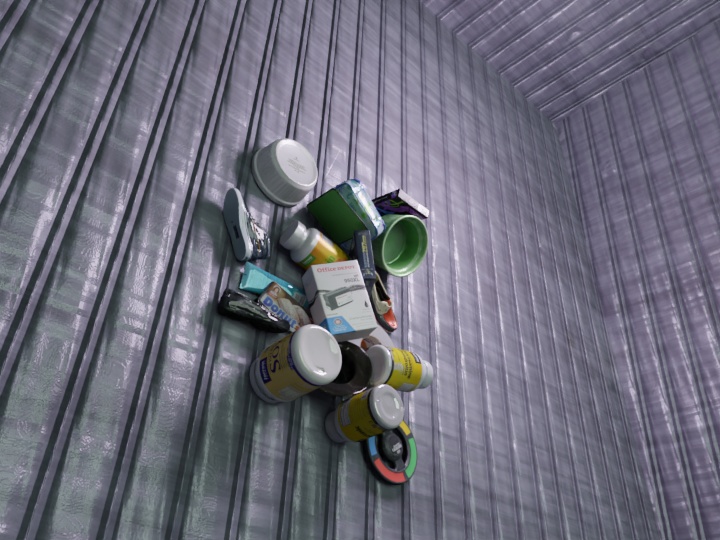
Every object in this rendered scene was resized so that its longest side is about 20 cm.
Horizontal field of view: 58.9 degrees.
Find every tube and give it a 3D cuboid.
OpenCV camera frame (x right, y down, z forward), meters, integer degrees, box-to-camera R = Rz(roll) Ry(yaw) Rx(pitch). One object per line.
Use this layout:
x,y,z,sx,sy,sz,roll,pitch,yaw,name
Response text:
-0.225,0.048,1.691,0.199,0.050,0.078,27,53,-30,tube

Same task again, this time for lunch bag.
-0.033,-0.169,1.960,0.201,0.160,0.082,57,33,-5,lunch bag

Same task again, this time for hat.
-0.074,0.266,1.676,0.199,0.081,0.202,14,44,-14,hat

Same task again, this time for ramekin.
0.115,-0.087,2.051,0.199,0.097,0.202,-13,112,-36,ramekin
-0.216,-0.299,1.890,0.202,0.094,0.204,28,47,-34,ramekin

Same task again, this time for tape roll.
0.016,0.245,1.813,0.200,0.066,0.201,28,46,-34,tape roll

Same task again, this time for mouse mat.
-0.072,-0.156,1.882,0.161,0.200,0.008,50,60,-12,mouse mat

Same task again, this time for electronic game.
0.085,0.485,1.750,0.199,0.042,0.201,28,47,-35,electronic game

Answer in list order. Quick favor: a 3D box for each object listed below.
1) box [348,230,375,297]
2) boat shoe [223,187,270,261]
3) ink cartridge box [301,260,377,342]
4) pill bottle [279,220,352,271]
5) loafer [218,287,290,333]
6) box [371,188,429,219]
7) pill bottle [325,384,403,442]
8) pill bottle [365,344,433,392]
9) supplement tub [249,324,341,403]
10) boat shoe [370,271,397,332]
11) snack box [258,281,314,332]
0.000,0.000,1.859,0.051,0.200,0.159,-3,63,-9,box
-0.303,-0.120,1.701,0.091,0.071,0.202,0,73,-50,boat shoe
-0.057,0.083,1.699,0.144,0.084,0.201,-7,68,-28,ink cartridge box
-0.129,-0.049,1.808,0.200,0.111,0.112,39,42,-24,pill bottle
-0.259,0.102,1.594,0.200,0.068,0.071,26,58,-31,loafer
0.108,-0.196,2.103,0.143,0.199,0.036,31,63,-31,box
0.004,0.368,1.607,0.111,0.200,0.112,27,48,-34,pill bottle
0.106,0.273,1.750,0.199,0.112,0.113,18,53,-41,pill bottle
-0.158,0.227,1.518,0.145,0.199,0.146,28,47,-34,supplement tub
0.065,0.097,1.970,0.071,0.062,0.201,-26,88,-54,boat shoe
-0.181,0.118,1.680,0.200,0.024,0.072,44,70,-23,snack box
